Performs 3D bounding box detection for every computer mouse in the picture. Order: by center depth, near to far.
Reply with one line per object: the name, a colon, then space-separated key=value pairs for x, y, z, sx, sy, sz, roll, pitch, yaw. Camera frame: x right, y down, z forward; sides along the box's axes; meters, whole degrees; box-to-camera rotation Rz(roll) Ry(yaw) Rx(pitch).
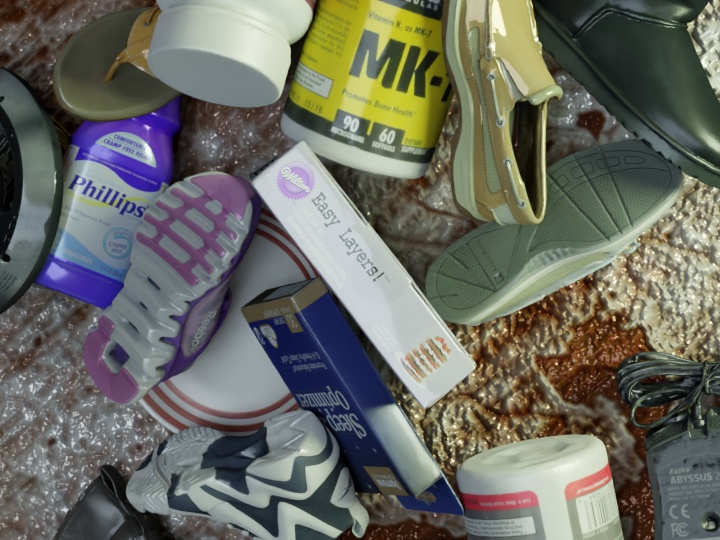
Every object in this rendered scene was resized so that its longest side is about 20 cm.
computer mouse: x=0.256 y=0.157 z=1.227 sx=0.138 sy=0.053 sz=0.201 roll=-3 pitch=86 yaw=17

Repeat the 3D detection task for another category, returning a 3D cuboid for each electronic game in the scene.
electronic game: x=-0.301 y=-0.058 z=1.310 sx=0.199 sy=0.042 sz=0.201 roll=-4 pitch=83 yaw=34

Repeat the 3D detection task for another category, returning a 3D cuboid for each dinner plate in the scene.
dinner plate: x=-0.102 y=0.039 z=1.339 sx=0.199 sy=0.024 sz=0.201 roll=3 pitch=99 yaw=19

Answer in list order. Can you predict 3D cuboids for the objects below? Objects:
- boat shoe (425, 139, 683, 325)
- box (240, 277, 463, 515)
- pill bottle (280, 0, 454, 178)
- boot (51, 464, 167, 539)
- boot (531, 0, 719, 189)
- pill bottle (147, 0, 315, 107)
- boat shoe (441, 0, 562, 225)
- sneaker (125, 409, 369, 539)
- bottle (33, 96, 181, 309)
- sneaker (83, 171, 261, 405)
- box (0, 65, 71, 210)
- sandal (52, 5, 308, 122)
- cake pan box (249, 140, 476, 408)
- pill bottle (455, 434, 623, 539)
boat shoe: x=0.141 y=-0.024 z=1.235 sx=0.202 sy=0.065 sz=0.075 roll=-35 pitch=67 yaw=14
box: x=-0.007 y=0.100 z=1.251 sx=0.032 sy=0.121 sz=0.201 roll=-36 pitch=98 yaw=-20
pill bottle: x=0.024 y=-0.176 z=1.218 sx=0.114 sy=0.114 sz=0.201 roll=21 pitch=104 yaw=14
boot: x=-0.189 y=0.278 z=1.388 sx=0.174 sy=0.069 sz=0.201 roll=31 pitch=102 yaw=17
boot: x=0.222 y=-0.176 z=1.168 sx=0.200 sy=0.076 sz=0.168 roll=45 pitch=112 yaw=18
pill bottle: x=-0.080 y=-0.225 z=1.207 sx=0.114 sy=0.114 sz=0.201 roll=7 pitch=74 yaw=17
boat shoe: x=0.105 y=-0.128 z=1.169 sx=0.076 sy=0.071 sz=0.201 roll=15 pitch=118 yaw=43
sneaker: x=-0.078 y=0.182 z=1.314 sx=0.198 sy=0.080 sz=0.130 roll=-19 pitch=119 yaw=31
bottle: x=-0.185 y=-0.074 z=1.310 sx=0.083 sy=0.065 sz=0.201 roll=23 pitch=88 yaw=-14
sneaker: x=-0.127 y=0.009 z=1.282 sx=0.080 sy=0.088 sz=0.201 roll=45 pitch=117 yaw=24
box: x=-0.332 y=-0.068 z=1.386 sx=0.160 sy=0.049 sz=0.200 roll=44 pitch=109 yaw=10
sandal: x=-0.128 y=-0.164 z=1.263 sx=0.199 sy=0.054 sz=0.081 roll=-11 pitch=81 yaw=-6
cake pan box: x=0.000 y=0.000 z=1.204 sx=0.052 sy=0.184 sz=0.200 roll=-38 pitch=91 yaw=-2
pill bottle: x=0.140 y=0.227 z=1.240 sx=0.110 sy=0.111 sz=0.201 roll=-10 pitch=94 yaw=19
